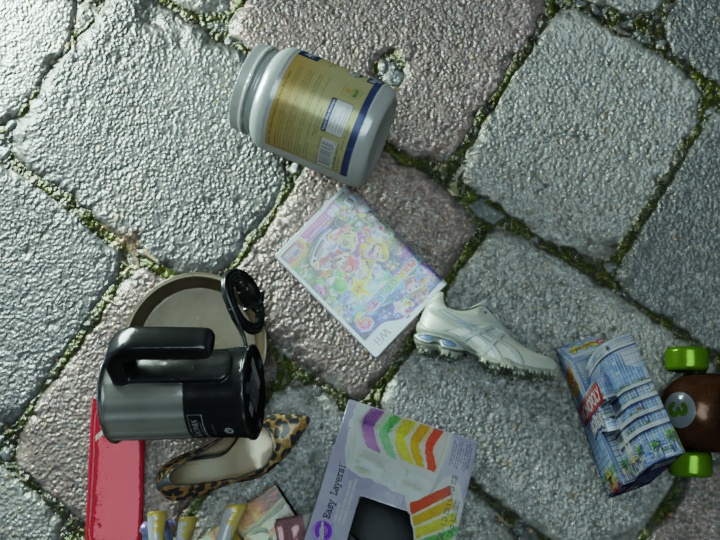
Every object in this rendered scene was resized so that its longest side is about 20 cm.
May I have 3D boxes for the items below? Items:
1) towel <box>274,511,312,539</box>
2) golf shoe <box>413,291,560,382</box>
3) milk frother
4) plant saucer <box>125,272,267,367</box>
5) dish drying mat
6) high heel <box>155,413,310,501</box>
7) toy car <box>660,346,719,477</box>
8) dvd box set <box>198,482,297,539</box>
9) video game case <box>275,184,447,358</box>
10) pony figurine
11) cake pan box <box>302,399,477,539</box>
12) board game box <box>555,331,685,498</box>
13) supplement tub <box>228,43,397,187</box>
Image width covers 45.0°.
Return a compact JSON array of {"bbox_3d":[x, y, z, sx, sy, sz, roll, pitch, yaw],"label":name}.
[{"bbox_3d":[-0.002,0.371,1.108,0.198,0.023,0.146,-8,78,-15],"label":"towel"},{"bbox_3d":[0.173,0.086,1.147,0.198,0.078,0.098,17,77,4],"label":"golf shoe"},{"bbox_3d":[-0.220,0.107,1.110,0.186,0.201,0.182,-2,119,6],"label":"milk frother"},{"bbox_3d":[-0.223,0.104,1.179,0.197,0.029,0.203,0,80,3],"label":"plant saucer"},{"bbox_3d":[-0.326,0.272,1.157,0.076,0.018,0.203,-1,80,1],"label":"dish drying mat"},{"bbox_3d":[-0.157,0.233,1.095,0.198,0.143,0.072,-26,80,-3],"label":"high heel"},{"bbox_3d":[0.465,0.171,1.057,0.156,0.200,0.166,2,79,2],"label":"toy car"},{"bbox_3d":[-0.151,0.394,1.123,0.199,0.029,0.147,-34,81,-5],"label":"dvd box set"},{"bbox_3d":[0.000,0.000,1.196,0.200,0.018,0.143,44,83,8],"label":"video game case"},{"bbox_3d":[-0.216,0.395,1.045,0.191,0.167,0.202,-3,63,-7],"label":"pony figurine"},{"bbox_3d":[0.038,0.286,1.098,0.182,0.052,0.202,18,63,5],"label":"cake pan box"},{"bbox_3d":[0.314,0.163,1.089,0.061,0.200,0.202,-18,65,-3],"label":"board game box"},{"bbox_3d":[-0.063,-0.212,1.172,0.198,0.144,0.146,23,81,5],"label":"supplement tub"}]
